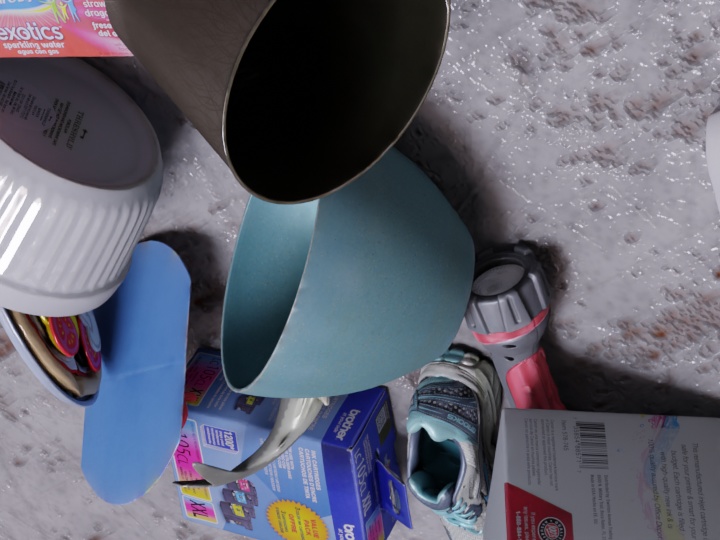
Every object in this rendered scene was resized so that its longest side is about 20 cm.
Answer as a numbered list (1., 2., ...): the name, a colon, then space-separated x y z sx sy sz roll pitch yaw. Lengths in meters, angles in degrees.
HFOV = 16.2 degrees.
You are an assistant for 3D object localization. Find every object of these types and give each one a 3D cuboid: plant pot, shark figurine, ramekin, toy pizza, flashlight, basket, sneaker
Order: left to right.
1. ramekin: -0.233 -0.074 1.779 0.200 0.200 0.105 35 120 -2
2. toy pizza: -0.236 0.007 1.878 0.032 0.200 0.201 -25 118 9
3. basket: -0.064 -0.155 1.558 0.136 0.181 0.200 38 178 -40
4. shark figurine: -0.057 0.074 1.882 0.128 0.216 0.089 15 -174 -22
5. plant pot: 0.000 0.000 1.727 0.134 0.201 0.200 14 142 -16
6. sneaker: 0.065 0.156 1.891 0.077 0.086 0.201 9 133 26
7. flashlight: 0.125 0.077 1.796 0.068 0.068 0.201 -9 125 21

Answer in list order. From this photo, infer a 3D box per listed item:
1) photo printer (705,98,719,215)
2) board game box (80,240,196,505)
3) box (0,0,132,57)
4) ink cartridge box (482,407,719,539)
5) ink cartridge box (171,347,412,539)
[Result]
1. photo printer: 0.307 -0.032 1.575 0.166 0.070 0.201 2 129 31
2. board game box: -0.155 0.079 1.912 0.039 0.201 0.158 10 165 -32
3. box: -0.209 -0.209 1.704 0.199 0.100 0.096 3 131 31
4. ink cartridge box: 0.191 0.198 1.762 0.199 0.146 0.145 3 136 -2
5. ink cartridge box: -0.046 0.148 1.964 0.199 0.076 0.137 10 134 21
